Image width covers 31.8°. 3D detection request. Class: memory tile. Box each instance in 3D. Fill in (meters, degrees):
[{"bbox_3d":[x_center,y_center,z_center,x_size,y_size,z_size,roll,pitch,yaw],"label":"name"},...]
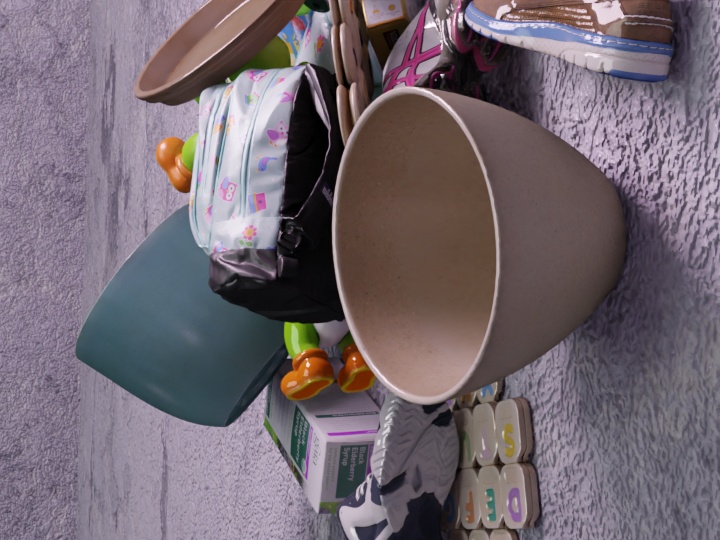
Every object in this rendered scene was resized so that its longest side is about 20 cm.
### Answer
[{"bbox_3d":[-0.004,-0.162,0.995,0.153,0.017,0.201,67,-163,-66],"label":"memory tile"}]

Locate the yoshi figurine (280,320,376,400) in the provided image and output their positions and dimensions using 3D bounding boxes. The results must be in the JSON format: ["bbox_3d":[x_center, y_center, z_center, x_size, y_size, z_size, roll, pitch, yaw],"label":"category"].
[{"bbox_3d":[-0.054,0.022,1.172,0.112,0.111,0.201,39,-148,-65],"label":"yoshi figurine"}]

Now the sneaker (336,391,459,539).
[{"bbox_3d":[0.023,0.184,1.082,0.129,0.079,0.201,13,113,61],"label":"sneaker"}]

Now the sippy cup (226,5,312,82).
[{"bbox_3d":[-0.091,-0.223,1.377,0.131,0.139,0.178,64,-173,30],"label":"sippy cup"}]

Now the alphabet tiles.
[{"bbox_3d":[0.091,0.162,1.036,0.200,0.014,0.197,151,116,-67],"label":"alphabet tiles"}]

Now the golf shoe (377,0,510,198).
[{"bbox_3d":[0.051,-0.134,0.957,0.092,0.073,0.201,-6,49,51],"label":"golf shoe"}]

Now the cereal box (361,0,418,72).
[{"bbox_3d":[0.021,-0.260,1.094,0.144,0.039,0.201,57,-158,-65],"label":"cereal box"}]

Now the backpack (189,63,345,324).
[{"bbox_3d":[-0.064,-0.068,1.017,0.167,0.126,0.202,38,-129,-68],"label":"backpack"}]

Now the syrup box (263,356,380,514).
[{"bbox_3d":[-0.033,0.161,1.273,0.200,0.081,0.079,-134,46,-63],"label":"syrup box"}]

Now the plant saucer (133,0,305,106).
[{"bbox_3d":[-0.115,-0.211,1.104,0.200,0.029,0.200,-34,24,18],"label":"plant saucer"}]

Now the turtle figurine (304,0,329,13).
[{"bbox_3d":[-0.030,-0.340,1.213,0.150,0.100,0.201,-18,49,67],"label":"turtle figurine"}]

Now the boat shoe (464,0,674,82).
[{"bbox_3d":[0.141,-0.178,0.837,0.200,0.072,0.073,33,117,54],"label":"boat shoe"}]

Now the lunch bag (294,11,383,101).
[{"bbox_3d":[-0.009,-0.152,1.214,0.161,0.077,0.201,115,148,-46],"label":"lunch bag"}]

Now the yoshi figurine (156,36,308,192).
[{"bbox_3d":[-0.116,-0.160,1.212,0.200,0.112,0.113,-35,29,44],"label":"yoshi figurine"}]

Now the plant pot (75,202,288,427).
[{"bbox_3d":[-0.157,0.059,1.255,0.161,0.201,0.201,38,143,6],"label":"plant pot"}]

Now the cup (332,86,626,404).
[{"bbox_3d":[0.090,-0.020,0.836,0.200,0.142,0.202,13,105,60],"label":"cup"}]

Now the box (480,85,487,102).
[{"bbox_3d":[0.052,-0.048,1.056,0.201,0.078,0.142,112,148,-45],"label":"box"}]
